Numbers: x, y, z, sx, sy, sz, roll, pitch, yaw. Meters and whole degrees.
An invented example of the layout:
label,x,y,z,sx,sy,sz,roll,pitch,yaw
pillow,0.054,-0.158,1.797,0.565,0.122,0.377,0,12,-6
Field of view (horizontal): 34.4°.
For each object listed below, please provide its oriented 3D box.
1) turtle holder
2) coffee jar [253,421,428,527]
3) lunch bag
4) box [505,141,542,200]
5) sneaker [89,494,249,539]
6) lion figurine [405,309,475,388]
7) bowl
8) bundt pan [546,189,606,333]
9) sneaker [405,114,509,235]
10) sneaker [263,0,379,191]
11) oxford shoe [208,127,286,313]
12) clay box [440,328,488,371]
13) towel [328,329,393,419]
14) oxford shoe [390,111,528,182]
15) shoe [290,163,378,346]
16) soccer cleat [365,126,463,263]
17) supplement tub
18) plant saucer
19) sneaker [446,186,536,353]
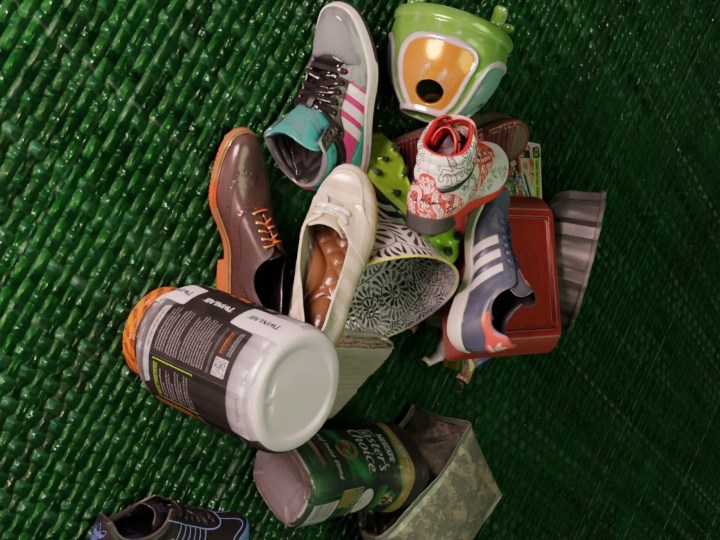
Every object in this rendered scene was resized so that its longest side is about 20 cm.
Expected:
label,x,y,z,sx,sy,sz,roll,pitch,yaw
turtle holder,0.088,-0.233,1.307,0.140,0.185,0.132,16,91,-18
coffee jar,-0.017,0.229,1.332,0.200,0.104,0.085,3,128,-46
lunch bag,0.075,0.304,1.485,0.200,0.117,0.164,-53,137,-29
box,0.185,-0.067,1.483,0.110,0.035,0.201,4,83,-41
sneaker,-0.190,0.268,1.197,0.200,0.070,0.078,-8,116,-47
lion figurine,0.099,0.047,1.440,0.200,0.072,0.123,49,61,-37
bowl,0.000,0.000,1.278,0.200,0.200,0.094,18,45,-51
bundt pan,0.272,-0.020,1.584,0.202,0.075,0.203,14,90,-83
sneaker,0.117,-0.126,1.268,0.201,0.067,0.108,-41,147,-47
sneaker,-0.046,-0.170,1.202,0.121,0.083,0.201,-32,128,-50
oxford shoe,-0.104,-0.045,1.180,0.071,0.072,0.201,-24,120,-42
clay box,0.153,0.020,1.526,0.115,0.047,0.201,-29,124,-40
towel,-0.063,0.118,1.278,0.200,0.035,0.133,7,131,-51
oxford shoe,0.100,-0.149,1.393,0.199,0.075,0.071,-11,122,-26
shoe,-0.026,-0.017,1.147,0.053,0.070,0.201,63,36,-69
soccer cleat,0.034,-0.078,1.321,0.200,0.081,0.068,53,49,-12
supplement tub,-0.127,0.085,1.101,0.122,0.200,0.123,-22,120,-43
plant saucer,0.178,0.005,1.421,0.199,0.037,0.201,-1,86,-42
sneaker,0.162,-0.001,1.317,0.075,0.084,0.201,30,68,-57
